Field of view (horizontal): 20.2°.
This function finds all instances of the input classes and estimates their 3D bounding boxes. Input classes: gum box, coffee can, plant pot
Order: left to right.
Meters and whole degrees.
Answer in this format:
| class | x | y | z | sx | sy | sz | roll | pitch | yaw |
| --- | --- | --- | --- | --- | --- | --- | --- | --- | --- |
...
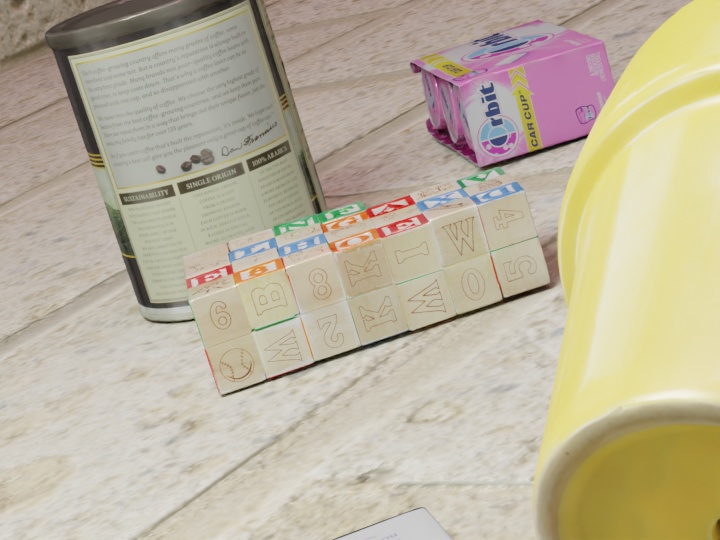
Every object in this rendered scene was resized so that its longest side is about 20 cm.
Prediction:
| class | x | y | z | sx | sy | sz | roll | pitch | yaw |
| --- | --- | --- | --- | --- | --- | --- | --- | --- | --- |
| coffee can | -0.109 | -0.086 | 1.344 | 0.146 | 0.201 | 0.146 | -16 | 14 | 4 |
| gum box | 0.114 | -0.140 | 1.553 | 0.113 | 0.066 | 0.200 | -17 | 14 | -6 |
| plant pot | 0.147 | 0.031 | 0.660 | 0.200 | 0.201 | 0.189 | -8 | 33 | 33 |

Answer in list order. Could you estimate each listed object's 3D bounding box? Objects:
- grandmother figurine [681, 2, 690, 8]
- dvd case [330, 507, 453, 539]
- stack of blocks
| class | x | y | z | sx | sy | sz | roll | pitch | yaw |
| --- | --- | --- | --- | --- | --- | --- | --- | --- | --- |
| grandmother figurine | 0.344 | -0.203 | 1.555 | 0.200 | 0.061 | 0.121 | 7 | 56 | 53 |
| dvd case | -0.014 | 0.145 | 0.734 | 0.142 | 0.018 | 0.200 | -19 | 15 | -9 |
| stack of blocks | 0.000 | 0.000 | 1.180 | 0.199 | 0.059 | 0.115 | -18 | 14 | -2 |
